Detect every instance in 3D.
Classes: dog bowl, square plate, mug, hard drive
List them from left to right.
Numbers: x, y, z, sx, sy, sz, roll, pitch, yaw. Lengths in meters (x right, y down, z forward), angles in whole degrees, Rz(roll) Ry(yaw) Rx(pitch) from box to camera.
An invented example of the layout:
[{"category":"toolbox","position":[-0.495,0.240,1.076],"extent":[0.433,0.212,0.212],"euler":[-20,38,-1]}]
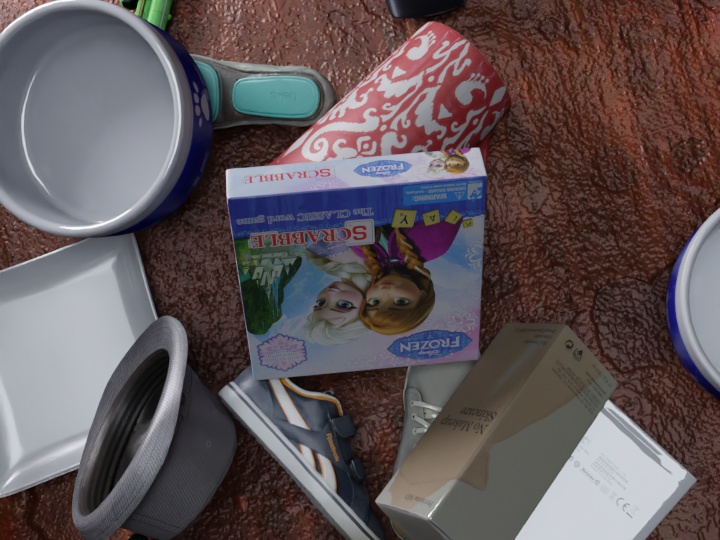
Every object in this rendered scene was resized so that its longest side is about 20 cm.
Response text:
[{"category":"square plate","position":[-0.272,0.083,1.032],"extent":[0.197,0.028,0.201],"euler":[-20,81,3]},{"category":"dog bowl","position":[-0.234,-0.130,0.979],"extent":[0.199,0.079,0.202],"euler":[0,92,13]},{"category":"mug","position":[0.037,-0.100,1.000],"extent":[0.200,0.178,0.133],"euler":[-46,45,-6]},{"category":"hard drive","position":[0.178,0.212,0.977],"extent":[0.132,0.026,0.200],"euler":[42,88,9]},{"category":"dog bowl","position":[0.368,0.029,0.959],"extent":[0.198,0.079,0.202],"euler":[-1,82,5]}]

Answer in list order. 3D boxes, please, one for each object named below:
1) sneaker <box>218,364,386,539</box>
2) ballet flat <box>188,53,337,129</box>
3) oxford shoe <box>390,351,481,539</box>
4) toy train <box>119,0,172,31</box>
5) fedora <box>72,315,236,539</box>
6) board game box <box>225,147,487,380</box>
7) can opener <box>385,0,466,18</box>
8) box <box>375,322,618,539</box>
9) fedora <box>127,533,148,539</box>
[{"category":"sneaker","position":[-0.032,0.158,0.976],"extent":[0.079,0.078,0.200],"euler":[-41,89,-14]},{"category":"ballet flat","position":[-0.118,-0.163,1.035],"extent":[0.198,0.064,0.068],"euler":[7,99,11]},{"category":"oxford shoe","position":[0.067,0.142,0.981],"extent":[0.075,0.058,0.201],"euler":[11,82,8]},{"category":"toy train","position":[-0.215,-0.211,1.061],"extent":[0.056,0.042,0.201],"euler":[13,84,-3]},{"category":"fedora","position":[-0.163,0.145,0.934],"extent":[0.090,0.201,0.177],"euler":[30,117,-22]},{"category":"board game box","position":[0.000,0.000,0.908],"extent":[0.198,0.200,0.041],"euler":[-5,42,-2]},{"category":"can opener","position":[0.112,-0.300,1.041],"extent":[0.199,0.079,0.064],"euler":[-18,43,-1]},{"category":"box","position":[0.113,0.143,0.922],"extent":[0.078,0.095,0.200],"euler":[46,67,-19]},{"category":"fedora","position":[-0.163,0.316,0.930],"extent":[0.091,0.200,0.202],"euler":[12,83,-23]}]
